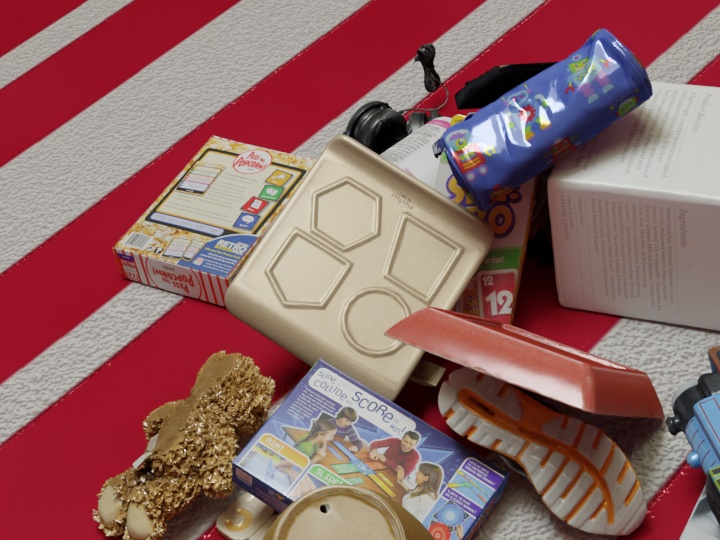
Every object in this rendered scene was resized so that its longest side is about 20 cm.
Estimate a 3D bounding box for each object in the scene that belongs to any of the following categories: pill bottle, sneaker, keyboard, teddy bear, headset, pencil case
[{"bbox_3d":[0.036,-0.058,1.433,0.199,0.114,0.113,-35,47,-23],"label":"pill bottle"},{"bbox_3d":[0.159,0.149,1.221,0.199,0.077,0.079,38,93,15],"label":"sneaker"},{"bbox_3d":[0.189,-0.065,1.463,0.075,0.117,0.199,-8,4,29],"label":"sneaker"},{"bbox_3d":[0.159,-0.186,1.380,0.199,0.104,0.040,-9,71,-46],"label":"keyboard"},{"bbox_3d":[-0.154,0.166,1.286,0.144,0.067,0.201,-14,35,43],"label":"teddy bear"},{"bbox_3d":[0.044,-0.158,1.575,0.122,0.095,0.201,11,46,23],"label":"headset"},{"bbox_3d":[0.163,-0.138,1.295,0.199,0.078,0.087,-33,62,6],"label":"pencil case"}]

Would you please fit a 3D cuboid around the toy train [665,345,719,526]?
[{"bbox_3d":[0.316,0.143,1.135,0.113,0.087,0.201,-20,40,1],"label":"toy train"}]

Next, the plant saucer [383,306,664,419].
[{"bbox_3d":[0.149,0.077,1.239,0.198,0.199,0.037,19,93,30],"label":"plant saucer"}]

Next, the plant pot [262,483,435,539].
[{"bbox_3d":[-0.011,0.236,1.044,0.184,0.201,0.188,-2,60,3],"label":"plant pot"}]

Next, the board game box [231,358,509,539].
[{"bbox_3d":[0.008,0.176,1.225,0.199,0.035,0.136,30,54,18],"label":"board game box"}]

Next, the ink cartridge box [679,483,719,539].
[{"bbox_3d":[0.356,0.222,1.130,0.198,0.041,0.201,14,48,26],"label":"ink cartridge box"}]

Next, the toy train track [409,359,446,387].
[{"bbox_3d":[0.005,0.117,1.322,0.114,0.033,0.201,20,49,18],"label":"toy train track"}]

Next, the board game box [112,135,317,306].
[{"bbox_3d":[-0.147,-0.056,1.544,0.150,0.047,0.201,15,48,27],"label":"board game box"}]

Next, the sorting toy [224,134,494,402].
[{"bbox_3d":[0.000,0.000,1.328,0.184,0.037,0.201,31,75,8],"label":"sorting toy"}]

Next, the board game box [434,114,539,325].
[{"bbox_3d":[0.113,-0.042,1.368,0.094,0.203,0.030,11,5,13],"label":"board game box"}]

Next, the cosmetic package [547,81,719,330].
[{"bbox_3d":[0.297,-0.064,1.361,0.198,0.166,0.166,9,46,23],"label":"cosmetic package"}]

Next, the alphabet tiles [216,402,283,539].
[{"bbox_3d":[-0.026,0.187,1.276,0.199,0.015,0.195,27,55,34],"label":"alphabet tiles"}]
